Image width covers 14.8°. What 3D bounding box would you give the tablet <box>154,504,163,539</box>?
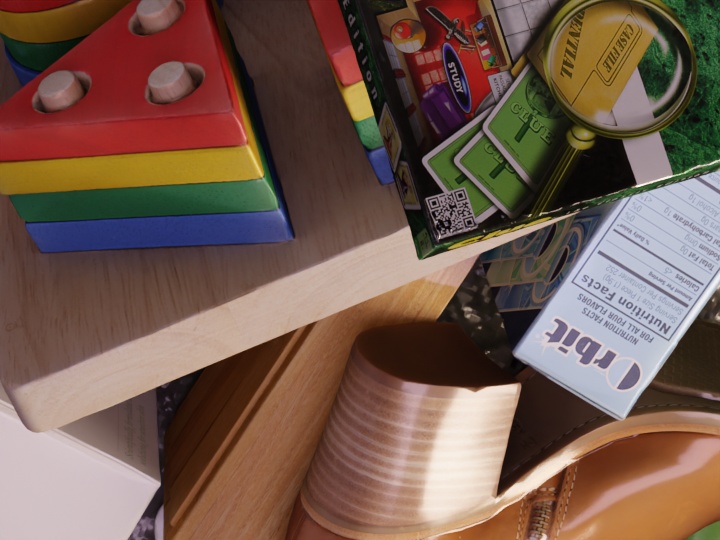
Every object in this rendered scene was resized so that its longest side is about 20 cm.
[{"bbox_3d":[0.004,0.167,0.946,0.129,0.014,0.202,-8,76,1],"label":"tablet"}]

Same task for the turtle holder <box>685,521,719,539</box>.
[{"bbox_3d":[0.160,0.153,0.964,0.131,0.186,0.141,-17,154,-13],"label":"turtle holder"}]

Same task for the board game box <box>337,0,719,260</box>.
[{"bbox_3d":[0.034,-0.113,0.714,0.104,0.023,0.201,-16,83,-16],"label":"board game box"}]

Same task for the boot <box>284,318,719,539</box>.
[{"bbox_3d":[0.067,0.098,0.884,0.199,0.077,0.156,-1,117,-28],"label":"boot"}]

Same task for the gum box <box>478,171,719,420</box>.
[{"bbox_3d":[0.106,-0.075,0.843,0.044,0.170,0.201,31,104,-15],"label":"gum box"}]

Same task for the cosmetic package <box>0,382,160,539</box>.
[{"bbox_3d":[-0.149,0.112,0.923,0.084,0.108,0.201,28,107,-14],"label":"cosmetic package"}]

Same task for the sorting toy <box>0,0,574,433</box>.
[{"bbox_3d":[-0.030,-0.073,0.809,0.198,0.201,0.070,-22,127,3],"label":"sorting toy"}]

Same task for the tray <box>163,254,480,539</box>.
[{"bbox_3d":[0.000,0.000,0.898,0.037,0.099,0.201,31,105,-14],"label":"tray"}]
